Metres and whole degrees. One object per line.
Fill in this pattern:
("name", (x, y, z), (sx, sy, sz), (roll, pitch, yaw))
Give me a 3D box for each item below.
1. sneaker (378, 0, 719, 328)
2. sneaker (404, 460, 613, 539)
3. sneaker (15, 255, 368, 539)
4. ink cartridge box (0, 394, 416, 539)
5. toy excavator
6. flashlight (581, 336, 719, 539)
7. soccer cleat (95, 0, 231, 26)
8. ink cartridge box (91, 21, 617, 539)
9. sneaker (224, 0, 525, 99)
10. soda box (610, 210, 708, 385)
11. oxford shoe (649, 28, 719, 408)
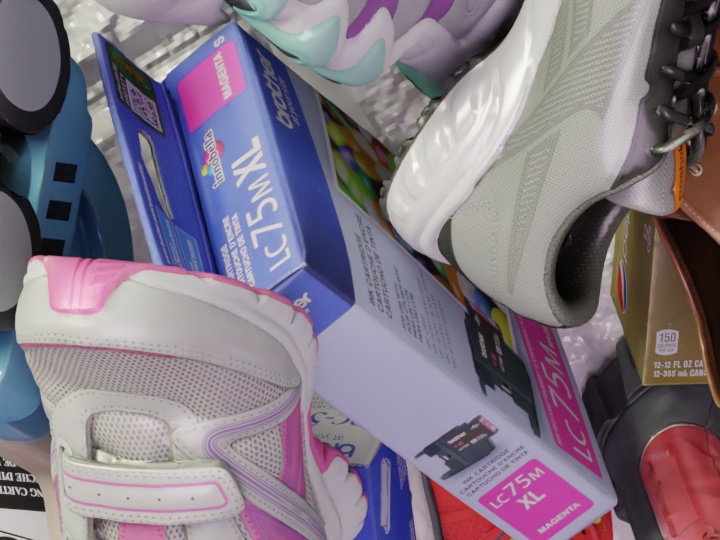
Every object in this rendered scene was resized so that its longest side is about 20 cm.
("sneaker", (0.085, -0.070, 0.910), (0.074, 0.079, 0.201), (-17, 142, -52))
("sneaker", (0.047, 0.089, 1.095), (0.085, 0.077, 0.201), (-32, 122, -12))
("sneaker", (-0.051, 0.067, 0.892), (0.081, 0.089, 0.200), (3, 148, 21))
("ink cartridge box", (-0.081, 0.087, 1.039), (0.199, 0.044, 0.094), (2, 122, 17))
("toy excavator", (-0.111, 0.028, 0.948), (0.099, 0.195, 0.200), (-5, 155, 29))
("flashlight", (0.121, 0.085, 1.013), (0.067, 0.200, 0.068), (-12, 120, 1))
("soccer cleat", (-0.023, -0.165, 0.938), (0.077, 0.069, 0.200), (18, 113, -48))
("ink cartridge box", (0.000, 0.000, 0.971), (0.042, 0.120, 0.200), (-39, 131, 20))
("sneaker", (0.028, -0.125, 0.920), (0.078, 0.200, 0.140), (41, 103, 20))
("soda box", (0.191, -0.007, 1.049), (0.199, 0.064, 0.068), (-2, 119, -7))
("oxford shoe", (0.120, -0.050, 0.954), (0.071, 0.071, 0.201), (-16, 96, -22))
